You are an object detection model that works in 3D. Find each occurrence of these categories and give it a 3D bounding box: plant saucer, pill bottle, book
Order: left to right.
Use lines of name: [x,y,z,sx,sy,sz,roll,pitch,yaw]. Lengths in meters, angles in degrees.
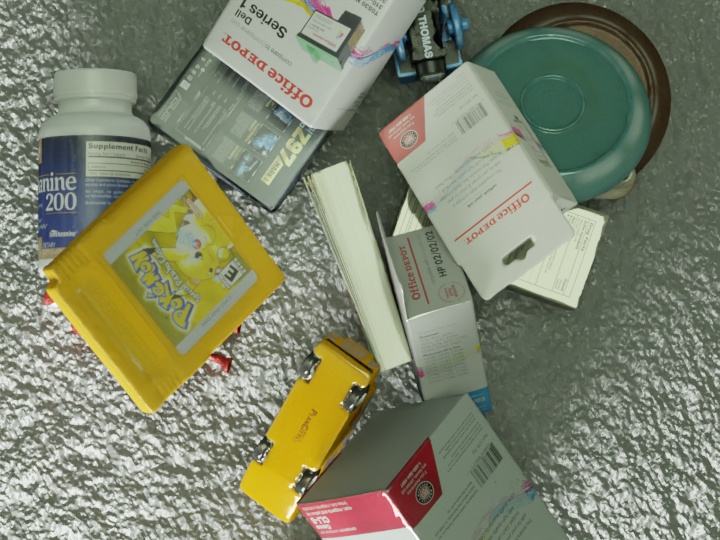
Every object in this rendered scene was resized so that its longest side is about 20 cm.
pill bottle: [-0.263,-0.094,1.707,0.110,0.111,0.201,0,87,-2]
book: [0.000,0.000,1.700,0.048,0.134,0.201,-20,87,-3]
plant saucer: [0.188,-0.159,1.697,0.199,0.027,0.201,0,66,1]
plant saucer: [0.221,-0.177,1.764,0.199,0.034,0.201,0,88,-2]

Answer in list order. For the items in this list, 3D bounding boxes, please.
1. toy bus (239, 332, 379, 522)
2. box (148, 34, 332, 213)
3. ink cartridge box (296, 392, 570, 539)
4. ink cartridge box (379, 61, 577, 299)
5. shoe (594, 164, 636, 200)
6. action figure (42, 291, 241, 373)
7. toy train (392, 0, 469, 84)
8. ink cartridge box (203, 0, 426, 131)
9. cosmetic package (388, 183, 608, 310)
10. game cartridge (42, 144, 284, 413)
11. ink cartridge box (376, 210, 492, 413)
toy bus: [-0.045,0.150,1.673,0.065,0.078,0.200,35,117,12]
box: [-0.094,-0.182,1.746,0.157,0.051,0.200,35,87,1]
ink cartridge box: [0.074,0.244,1.638,0.200,0.144,0.145,55,52,-14]
ink cartridge box: [0.120,-0.081,1.629,0.116,0.067,0.201,-37,70,21]
shoe: [0.179,-0.119,1.716,0.199,0.053,0.070,16,95,4]
action figure: [-0.223,0.051,1.736,0.199,0.052,0.066,14,92,1]
toy train: [0.054,-0.283,1.723,0.086,0.114,0.201,-11,88,0]
ink cartridge box: [-0.034,-0.253,1.644,0.145,0.084,0.200,37,105,14]
cosmetic package: [0.136,-0.040,1.735,0.199,0.073,0.104,21,87,-1]
game cartridge: [-0.188,0.007,1.668,0.200,0.032,0.177,-47,113,-27]
ink cartridge box: [0.071,0.039,1.656,0.068,0.201,0.115,-15,44,-1]
